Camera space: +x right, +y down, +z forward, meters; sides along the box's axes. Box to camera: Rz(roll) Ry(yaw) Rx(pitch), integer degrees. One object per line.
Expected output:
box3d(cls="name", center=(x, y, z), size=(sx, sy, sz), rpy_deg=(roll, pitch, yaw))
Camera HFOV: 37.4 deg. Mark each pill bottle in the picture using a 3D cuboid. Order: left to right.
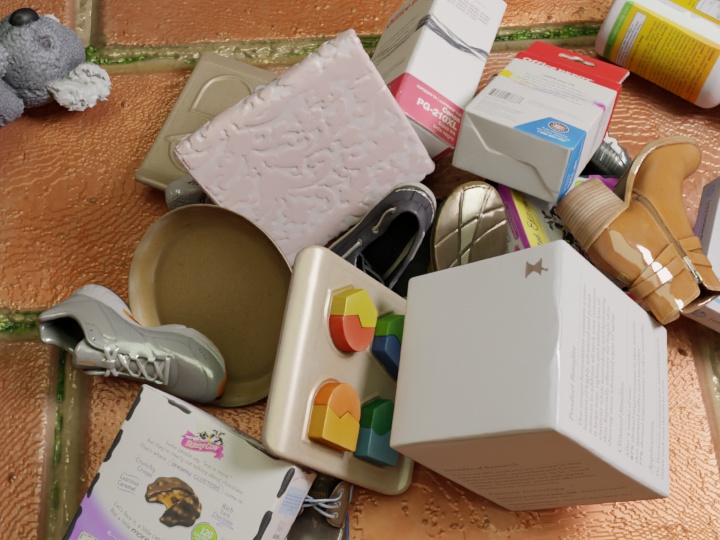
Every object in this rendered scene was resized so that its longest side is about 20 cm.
box3d(cls="pill bottle", center=(0.377, -0.253, 1.202), size=(0.199, 0.111, 0.111), rpy_deg=(31, 67, 13))

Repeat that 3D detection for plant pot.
box3d(cls="plant pot", center=(-0.138, 0.033, 1.035), size=(0.199, 0.201, 0.027), rpy_deg=(33, 25, 14))

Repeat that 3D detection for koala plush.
box3d(cls="koala plush", center=(-0.390, -0.220, 1.163), size=(0.199, 0.185, 0.177), rpy_deg=(-26, 53, -36))

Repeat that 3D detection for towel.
box3d(cls="towel", center=(-0.048, -0.110, 1.021), size=(0.199, 0.191, 0.032), rpy_deg=(-33, 44, 7))

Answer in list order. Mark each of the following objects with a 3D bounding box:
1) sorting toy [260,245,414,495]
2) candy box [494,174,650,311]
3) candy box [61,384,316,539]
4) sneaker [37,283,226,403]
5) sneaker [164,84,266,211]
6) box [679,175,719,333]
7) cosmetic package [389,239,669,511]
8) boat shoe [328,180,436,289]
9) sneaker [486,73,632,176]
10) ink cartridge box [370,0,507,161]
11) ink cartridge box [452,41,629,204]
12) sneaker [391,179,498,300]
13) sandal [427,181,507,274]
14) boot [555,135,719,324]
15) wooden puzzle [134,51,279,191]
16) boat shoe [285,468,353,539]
box3d(cls="sorting toy", center=(0.001, 0.095, 0.961), size=(0.036, 0.200, 0.186), rpy_deg=(-4, 68, 37))
box3d(cls="candy box", center=(0.236, -0.026, 1.081), size=(0.199, 0.061, 0.137), rpy_deg=(-4, 62, -26))
box3d(cls="candy box", center=(-0.159, 0.228, 0.936), size=(0.167, 0.072, 0.201), rpy_deg=(24, 82, 21))
box3d(cls="sneaker", center=(-0.224, 0.084, 1.022), size=(0.199, 0.076, 0.092), rpy_deg=(22, 23, 19))
box3d(cls="sneaker", center=(-0.114, -0.121, 1.099), size=(0.199, 0.075, 0.115), rpy_deg=(-15, 60, -17))
box3d(cls="box", center=(0.427, 0.012, 1.079), size=(0.199, 0.041, 0.157), rpy_deg=(26, 64, -9))
box3d(cls="cosmetic package", center=(0.156, 0.102, 0.943), size=(0.166, 0.200, 0.168), rpy_deg=(-14, 55, 38))
box3d(cls="boat shoe", center=(0.000, 0.000, 1.038), size=(0.072, 0.200, 0.063), rpy_deg=(36, 22, -8))
box3d(cls="sneaker", center=(0.201, -0.134, 1.167), size=(0.199, 0.067, 0.091), rpy_deg=(34, 72, 21))
box3d(cls="ink cartridge box", center=(0.063, -0.206, 1.145), size=(0.084, 0.145, 0.201), rpy_deg=(30, 64, -18))
box3d(cls="ink cartridge box", center=(0.188, -0.157, 1.080), size=(0.116, 0.068, 0.200), rpy_deg=(23, 40, 18))
box3d(cls="sneaker", center=(0.087, -0.064, 1.104), size=(0.200, 0.071, 0.099), rpy_deg=(-44, 115, -17))
box3d(cls="sandal", center=(0.100, 0.010, 1.059), size=(0.080, 0.054, 0.202), rpy_deg=(-8, 106, -20))
box3d(cls="boot", center=(0.299, -0.038, 1.025), size=(0.199, 0.074, 0.155), rpy_deg=(-28, 67, -28))
box3d(cls="wooden puzzle", center=(-0.126, -0.139, 1.176), size=(0.184, 0.046, 0.201), rpy_deg=(20, 60, 8))
box3d(cls="boat shoe", center=(-0.042, 0.204, 0.990), size=(0.072, 0.073, 0.201), rpy_deg=(6, 64, 2))
